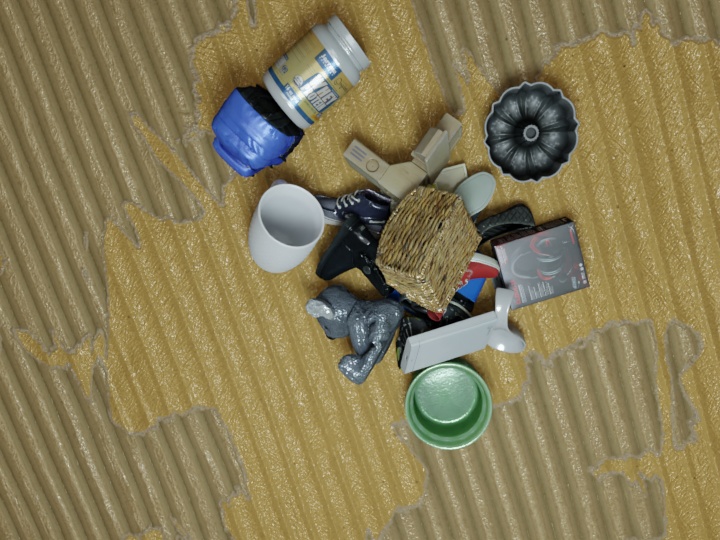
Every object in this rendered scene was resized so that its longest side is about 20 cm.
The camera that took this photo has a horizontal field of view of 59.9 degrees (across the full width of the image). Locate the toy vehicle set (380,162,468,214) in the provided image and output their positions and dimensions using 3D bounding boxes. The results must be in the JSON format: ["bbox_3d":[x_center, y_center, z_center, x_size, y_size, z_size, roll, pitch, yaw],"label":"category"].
[{"bbox_3d":[0.150,-0.151,1.388,0.195,0.027,0.128,-14,99,7],"label":"toy vehicle set"}]

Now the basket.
[{"bbox_3d":[0.130,-0.043,1.253,0.140,0.149,0.203,16,69,37],"label":"basket"}]

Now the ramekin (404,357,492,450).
[{"bbox_3d":[0.198,0.294,1.430,0.194,0.098,0.206,1,101,5],"label":"ramekin"}]

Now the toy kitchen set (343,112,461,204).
[{"bbox_3d":[0.088,-0.270,1.298,0.179,0.163,0.202,37,89,12],"label":"toy kitchen set"}]

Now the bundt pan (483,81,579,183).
[{"bbox_3d":[0.354,-0.289,1.320,0.196,0.076,0.208,1,100,5],"label":"bundt pan"}]

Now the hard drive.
[{"bbox_3d":[0.186,0.154,1.326,0.195,0.133,0.027,-16,58,-14],"label":"hard drive"}]

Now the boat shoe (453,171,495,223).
[{"bbox_3d":[0.216,-0.123,1.342,0.075,0.060,0.200,42,85,15],"label":"boat shoe"}]

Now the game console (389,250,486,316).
[{"bbox_3d":[0.167,0.016,1.408,0.197,0.120,0.171,31,137,-6],"label":"game console"}]

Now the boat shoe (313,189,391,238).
[{"bbox_3d":[-0.024,-0.146,1.363,0.195,0.076,0.094,17,134,-2],"label":"boat shoe"}]

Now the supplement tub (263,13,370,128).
[{"bbox_3d":[-0.090,-0.413,1.300,0.199,0.145,0.146,-39,95,11],"label":"supplement tub"}]

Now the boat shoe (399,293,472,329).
[{"bbox_3d":[0.163,0.093,1.348,0.198,0.067,0.074,37,134,-13],"label":"boat shoe"}]

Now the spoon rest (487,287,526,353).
[{"bbox_3d":[0.312,0.124,1.365,0.097,0.061,0.202,10,142,23],"label":"spoon rest"}]

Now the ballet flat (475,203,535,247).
[{"bbox_3d":[0.290,-0.084,1.342,0.197,0.067,0.057,-27,67,-13],"label":"ballet flat"}]

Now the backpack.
[{"bbox_3d":[-0.220,-0.282,1.308,0.161,0.200,0.169,38,101,-4],"label":"backpack"}]

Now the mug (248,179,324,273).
[{"bbox_3d":[-0.175,-0.100,1.359,0.144,0.176,0.205,1,65,-24],"label":"mug"}]

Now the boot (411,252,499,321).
[{"bbox_3d":[0.199,0.038,1.304,0.194,0.073,0.148,3,65,-7],"label":"boot"}]

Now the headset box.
[{"bbox_3d":[0.381,-0.012,1.369,0.195,0.075,0.152,-17,100,8],"label":"headset box"}]

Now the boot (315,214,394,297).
[{"bbox_3d":[0.000,0.000,1.355,0.168,0.076,0.201,44,133,9],"label":"boot"}]

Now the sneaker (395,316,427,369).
[{"bbox_3d":[0.127,0.156,1.385,0.079,0.201,0.076,-7,64,-10],"label":"sneaker"}]

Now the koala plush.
[{"bbox_3d":[-0.020,0.105,1.379,0.197,0.177,0.187,32,113,11],"label":"koala plush"}]
